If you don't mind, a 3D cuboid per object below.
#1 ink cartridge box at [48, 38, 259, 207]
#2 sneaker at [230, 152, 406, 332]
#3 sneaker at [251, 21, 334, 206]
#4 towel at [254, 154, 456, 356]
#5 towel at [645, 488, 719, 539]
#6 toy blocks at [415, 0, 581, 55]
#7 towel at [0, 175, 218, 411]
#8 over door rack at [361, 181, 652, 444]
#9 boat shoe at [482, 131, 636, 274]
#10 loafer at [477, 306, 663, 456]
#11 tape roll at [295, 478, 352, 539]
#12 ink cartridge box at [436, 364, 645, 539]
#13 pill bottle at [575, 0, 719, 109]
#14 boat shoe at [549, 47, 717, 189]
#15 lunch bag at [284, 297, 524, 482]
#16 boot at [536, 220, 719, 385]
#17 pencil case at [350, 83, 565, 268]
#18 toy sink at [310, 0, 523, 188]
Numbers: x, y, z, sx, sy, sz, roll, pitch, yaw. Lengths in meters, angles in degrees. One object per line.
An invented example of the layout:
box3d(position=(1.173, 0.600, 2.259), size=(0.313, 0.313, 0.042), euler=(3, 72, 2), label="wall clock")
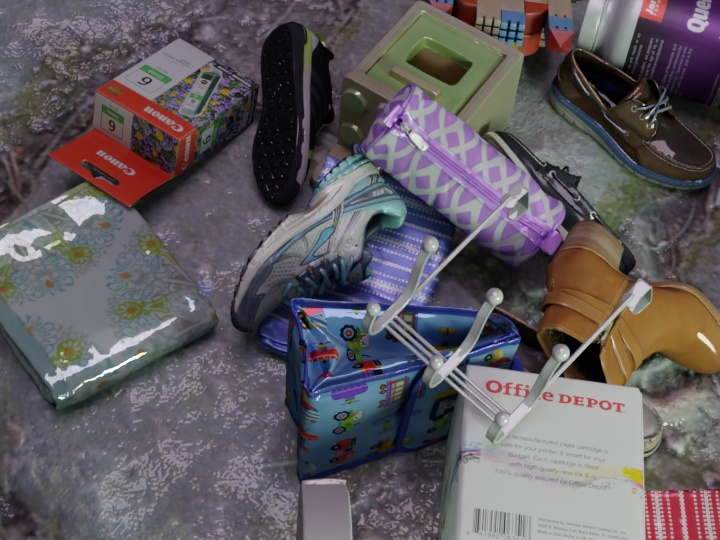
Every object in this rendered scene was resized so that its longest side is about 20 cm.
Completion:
box3d(position=(-0.200, -0.149, 1.331), size=(0.108, 0.051, 0.200), euler=(31, 43, 16), label="ink cartridge box")
box3d(position=(-0.035, -0.014, 1.208), size=(0.086, 0.078, 0.200), euler=(39, 72, 9), label="sneaker")
box3d(position=(-0.053, -0.156, 1.360), size=(0.082, 0.071, 0.203), euler=(21, 65, -41), label="sneaker")
box3d(position=(0.000, 0.000, 1.251), size=(0.143, 0.024, 0.202), euler=(18, 71, 7), label="towel")
box3d(position=(0.329, 0.251, 1.132), size=(0.197, 0.023, 0.146), euler=(1, 56, -3), label="towel")
box3d(position=(0.143, -0.268, 1.425), size=(0.197, 0.101, 0.138), euler=(8, 40, 0), label="toy blocks")
box3d(position=(-0.252, 0.015, 1.233), size=(0.170, 0.048, 0.200), euler=(-30, 62, -23), label="towel")
box3d(position=(0.118, 0.020, 1.063), size=(0.147, 0.067, 0.199), euler=(40, 61, 21), label="over door rack")
box3d(position=(0.194, -0.064, 1.313), size=(0.066, 0.075, 0.200), euler=(-29, 64, -17), label="boat shoe")
box3d(position=(0.179, 0.098, 1.203), size=(0.198, 0.063, 0.072), euler=(29, 57, 15), label="loafer")
box3d(position=(-0.029, 0.256, 0.984), size=(0.036, 0.204, 0.205), euler=(1, 54, -4), label="tape roll")
box3d(position=(0.137, 0.203, 1.071), size=(0.145, 0.145, 0.202), euler=(9, 54, 0), label="ink cartridge box")
box3d(position=(0.333, -0.244, 1.435), size=(0.197, 0.113, 0.113), euler=(17, 54, 7), label="pill bottle")
box3d(position=(0.281, -0.157, 1.392), size=(0.199, 0.073, 0.072), euler=(34, 58, 18), label="boat shoe")
box3d(position=(0.040, 0.092, 1.140), size=(0.197, 0.151, 0.095), euler=(-7, 55, -10), label="lunch bag")
box3d(position=(0.240, 0.060, 1.184), size=(0.200, 0.076, 0.156), euler=(43, 40, -13), label="boot")
box3d(position=(0.093, -0.086, 1.230), size=(0.199, 0.085, 0.084), euler=(35, 82, -11), label="pencil case")
box3d(position=(0.055, -0.153, 1.343), size=(0.129, 0.113, 0.200), euler=(30, 57, 17), label="toy sink")
